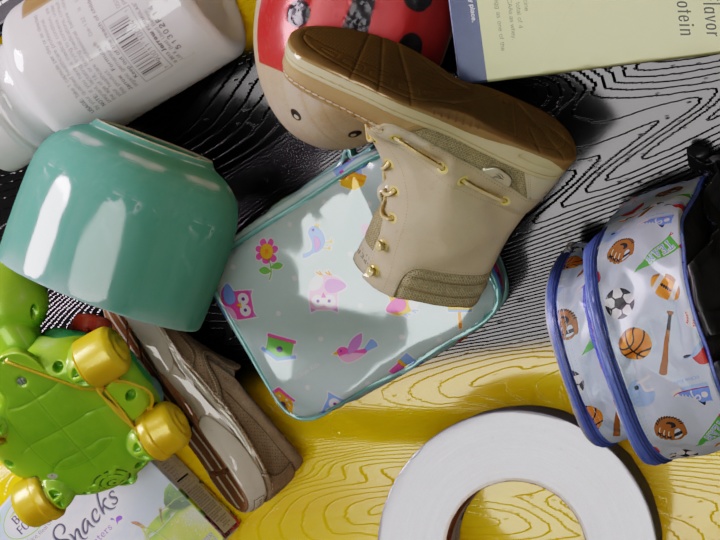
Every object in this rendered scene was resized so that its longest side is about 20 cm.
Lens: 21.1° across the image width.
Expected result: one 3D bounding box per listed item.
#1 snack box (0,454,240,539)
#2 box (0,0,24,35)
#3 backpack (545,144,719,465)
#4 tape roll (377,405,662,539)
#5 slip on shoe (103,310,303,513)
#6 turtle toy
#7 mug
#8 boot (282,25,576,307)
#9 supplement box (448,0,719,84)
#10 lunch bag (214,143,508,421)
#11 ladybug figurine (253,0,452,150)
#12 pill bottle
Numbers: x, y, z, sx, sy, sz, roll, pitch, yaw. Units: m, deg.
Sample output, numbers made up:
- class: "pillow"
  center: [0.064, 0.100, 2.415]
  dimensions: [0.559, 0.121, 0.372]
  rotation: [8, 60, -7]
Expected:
- class: "snack box"
  center: [-0.211, 0.216, 1.490]
  dimensions: [0.142, 0.053, 0.200]
  rotation: [45, 105, 4]
- class: "box"
  center: [-0.324, -0.259, 1.441]
  dimensions: [0.200, 0.050, 0.199]
  rotation: [-30, 91, 17]
- class: "backpack"
  center: [0.207, 0.038, 1.290]
  dimensions: [0.154, 0.190, 0.200]
  rotation: [-23, 94, 16]
- class: "tape roll"
  center: [0.115, 0.198, 1.388]
  dimensions: [0.200, 0.066, 0.201]
  rotation: [0, 89, 12]
- class: "slip on shoe"
  center: [-0.119, 0.085, 1.446]
  dimensions: [0.061, 0.076, 0.200]
  rotation: [-34, 80, -23]
- class: "turtle toy"
  center: [-0.218, 0.080, 1.383]
  dimensions: [0.146, 0.101, 0.200]
  rotation: [-28, 117, 12]
- class: "mug"
  center: [-0.170, -0.042, 1.354]
  dimensions: [0.152, 0.185, 0.115]
  rotation: [17, 96, -35]
- class: "boot"
  center: [0.020, -0.064, 1.267]
  dimensions: [0.200, 0.073, 0.156]
  rotation: [21, 126, -13]
- class: "supplement box"
  center: [0.162, -0.236, 1.283]
  dimensions: [0.199, 0.134, 0.200]
  rotation: [-6, 98, 15]
- class: "lunch bag"
  center: [0.000, 0.000, 1.392]
  dimensions: [0.200, 0.077, 0.161]
  rotation: [-31, 90, 16]
- class: "ladybug figurine"
  center: [-0.001, -0.178, 1.299]
  dimensions: [0.136, 0.072, 0.200]
  rotation: [13, 97, -4]
- class: "pill bottle"
  center: [-0.193, -0.157, 1.391]
  dimensions: [0.200, 0.114, 0.114]
  rotation: [-29, 92, 16]
